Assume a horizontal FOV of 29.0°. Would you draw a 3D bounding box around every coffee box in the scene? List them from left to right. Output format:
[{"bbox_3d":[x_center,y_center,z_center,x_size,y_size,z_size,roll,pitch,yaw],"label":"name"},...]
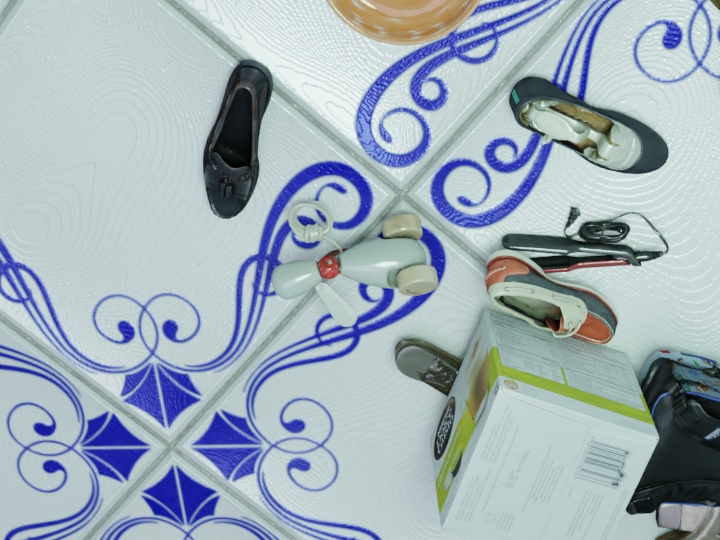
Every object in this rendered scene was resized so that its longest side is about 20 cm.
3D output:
[{"bbox_3d":[0.210,0.199,1.654,0.197,0.198,0.202,17,114,-9],"label":"coffee box"}]

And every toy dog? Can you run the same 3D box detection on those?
[{"bbox_3d":[0.000,0.000,1.677,0.197,0.134,0.097,7,157,10],"label":"toy dog"}]

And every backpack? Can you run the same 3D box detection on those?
[{"bbox_3d":[0.409,0.198,1.675,0.188,0.155,0.202,15,124,-8],"label":"backpack"}]

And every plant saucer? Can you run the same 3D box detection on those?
[{"bbox_3d":[0.047,-0.348,1.522,0.197,0.038,0.203,4,117,8],"label":"plant saucer"}]

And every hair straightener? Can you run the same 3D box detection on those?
[{"bbox_3d":[0.263,-0.035,1.642,0.197,0.041,0.078,0,117,15],"label":"hair straightener"}]

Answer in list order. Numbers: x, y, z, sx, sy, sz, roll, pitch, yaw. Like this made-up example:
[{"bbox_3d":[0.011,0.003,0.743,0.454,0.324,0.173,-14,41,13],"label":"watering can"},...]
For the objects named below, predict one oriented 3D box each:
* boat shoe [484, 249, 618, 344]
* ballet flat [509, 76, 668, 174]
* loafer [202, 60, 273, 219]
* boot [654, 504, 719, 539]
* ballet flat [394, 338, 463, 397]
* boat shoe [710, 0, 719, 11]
[{"bbox_3d":[0.228,0.045,1.655,0.199,0.063,0.071,29,132,-26],"label":"boat shoe"},{"bbox_3d":[0.257,-0.153,1.570,0.198,0.073,0.074,25,118,-5],"label":"ballet flat"},{"bbox_3d":[-0.151,-0.146,1.640,0.071,0.063,0.202,16,118,1],"label":"loafer"},{"bbox_3d":[0.453,0.362,1.802,0.144,0.070,0.203,1,117,6],"label":"boot"},{"bbox_3d":[0.127,0.142,1.760,0.198,0.046,0.068,30,108,-13],"label":"ballet flat"},{"bbox_3d":[0.453,-0.283,1.477,0.199,0.065,0.074,34,130,11],"label":"boat shoe"}]
